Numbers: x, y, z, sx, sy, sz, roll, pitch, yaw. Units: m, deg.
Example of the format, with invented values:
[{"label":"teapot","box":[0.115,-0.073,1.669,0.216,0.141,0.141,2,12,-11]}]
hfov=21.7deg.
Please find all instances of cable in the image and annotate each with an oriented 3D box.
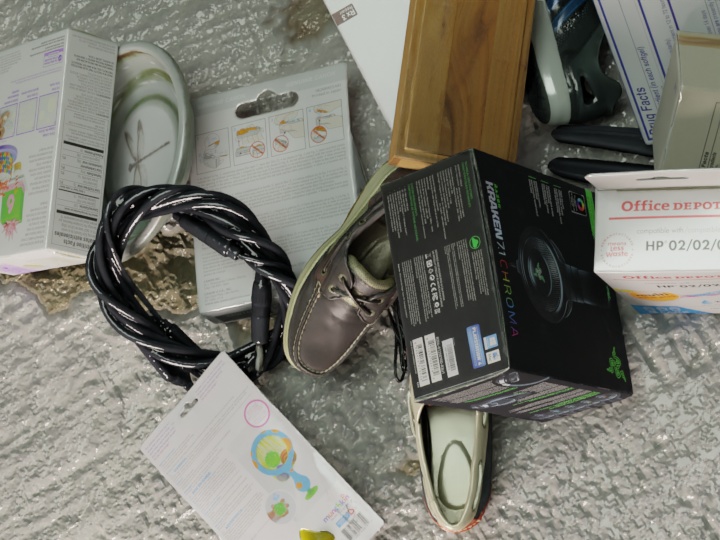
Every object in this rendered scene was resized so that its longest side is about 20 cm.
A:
[{"label":"cable","box":[-0.139,0.011,1.573,0.162,0.051,0.201,-31,101,25]}]

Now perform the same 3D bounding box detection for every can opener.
[{"label":"can opener","box":[0.240,-0.088,1.507,0.199,0.078,0.064,17,92,33]}]

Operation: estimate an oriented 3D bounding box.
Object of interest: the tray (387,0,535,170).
[{"label":"tray","box":[0.085,-0.177,1.498,0.098,0.037,0.202,9,81,-7]}]

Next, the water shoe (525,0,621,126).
[{"label":"water shoe","box":[0.170,-0.214,1.572,0.078,0.072,0.202,-4,72,-8]}]

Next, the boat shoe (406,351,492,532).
[{"label":"boat shoe","box":[0.070,0.109,1.507,0.070,0.063,0.202,-5,85,12]}]

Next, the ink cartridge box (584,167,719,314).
[{"label":"ink cartridge box","box":[0.243,-0.018,1.411,0.114,0.200,0.069,-2,77,21]}]

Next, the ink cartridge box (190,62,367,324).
[{"label":"ink cartridge box","box":[-0.069,-0.065,1.635,0.161,0.050,0.202,-12,69,20]}]

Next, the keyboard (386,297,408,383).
[{"label":"keyboard","box":[0.064,0.017,1.568,0.103,0.040,0.202,-17,80,10]}]

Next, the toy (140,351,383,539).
[{"label":"toy","box":[-0.079,0.179,1.574,0.200,0.047,0.115,46,103,18]}]

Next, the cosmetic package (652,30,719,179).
[{"label":"cosmetic package","box":[0.326,-0.111,1.410,0.198,0.106,0.072,7,44,-1]}]

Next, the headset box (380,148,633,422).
[{"label":"headset box","box":[0.120,0.018,1.459,0.092,0.199,0.176,-20,69,33]}]

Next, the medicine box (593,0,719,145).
[{"label":"medicine box","box":[0.284,-0.219,1.442,0.198,0.183,0.103,-14,35,18]}]

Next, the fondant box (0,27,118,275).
[{"label":"fondant box","box":[-0.289,-0.104,1.689,0.144,0.058,0.202,-8,73,48]}]

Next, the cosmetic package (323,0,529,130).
[{"label":"cosmetic package","box":[0.046,-0.200,1.569,0.112,0.081,0.201,-30,84,9]}]

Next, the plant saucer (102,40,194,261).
[{"label":"plant saucer","box":[-0.199,-0.101,1.667,0.199,0.050,0.202,-15,70,46]}]

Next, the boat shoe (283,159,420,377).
[{"label":"boat shoe","box":[0.000,0.000,1.520,0.073,0.065,0.201,26,98,-15]}]
